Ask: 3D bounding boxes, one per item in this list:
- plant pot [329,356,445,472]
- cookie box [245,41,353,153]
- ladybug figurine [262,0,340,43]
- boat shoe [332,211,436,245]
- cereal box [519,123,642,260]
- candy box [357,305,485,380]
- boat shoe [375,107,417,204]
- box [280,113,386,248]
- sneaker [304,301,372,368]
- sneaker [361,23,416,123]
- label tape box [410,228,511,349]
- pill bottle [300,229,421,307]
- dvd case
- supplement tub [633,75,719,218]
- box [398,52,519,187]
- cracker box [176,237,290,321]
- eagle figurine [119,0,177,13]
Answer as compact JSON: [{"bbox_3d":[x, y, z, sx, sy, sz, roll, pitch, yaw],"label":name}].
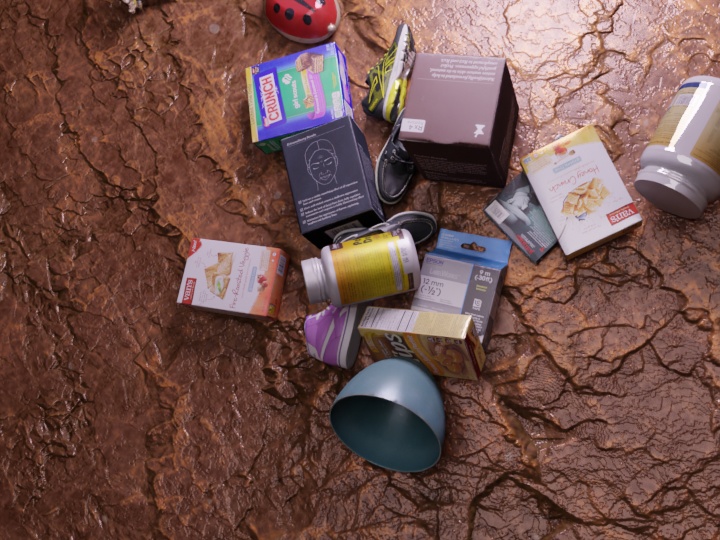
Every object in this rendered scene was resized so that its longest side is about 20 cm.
[{"bbox_3d":[0.062,0.228,1.470,0.198,0.202,0.135,10,45,20],"label":"plant pot"},{"bbox_3d":[-0.123,-0.343,1.726,0.198,0.075,0.173,-13,73,15],"label":"cookie box"},{"bbox_3d":[-0.127,-0.551,1.785,0.199,0.072,0.136,35,88,23],"label":"ladybug figurine"},{"bbox_3d":[0.047,-0.054,1.579,0.198,0.060,0.076,-18,112,5],"label":"boat shoe"},{"bbox_3d":[0.383,-0.137,1.504,0.143,0.040,0.202,-26,69,9],"label":"cereal box"},{"bbox_3d":[0.106,0.125,1.485,0.198,0.116,0.056,3,48,28],"label":"candy box"},{"bbox_3d":[0.083,-0.225,1.622,0.074,0.066,0.201,25,77,-9],"label":"boat shoe"},{"bbox_3d":[-0.051,-0.167,1.639,0.147,0.107,0.202,-17,72,13],"label":"box"},{"bbox_3d":[-0.045,0.071,1.595,0.113,0.073,0.203,13,78,26],"label":"sneaker"},{"bbox_3d":[0.052,-0.391,1.683,0.084,0.074,0.202,9,79,20],"label":"sneaker"},{"bbox_3d":[0.178,0.024,1.537,0.142,0.066,0.202,12,81,20],"label":"label tape box"},{"bbox_3d":[0.000,0.000,1.503,0.197,0.109,0.110,-13,71,-3],"label":"pill bottle"},{"bbox_3d":[0.339,-0.129,1.549,0.200,0.022,0.146,-44,67,1],"label":"dvd case"},{"bbox_3d":[0.557,-0.203,1.431,0.144,0.144,0.201,29,86,22],"label":"supplement tub"},{"bbox_3d":[0.182,-0.265,1.540,0.164,0.200,0.166,9,78,19],"label":"box"},{"bbox_3d":[-0.248,0.017,1.680,0.198,0.058,0.136,7,77,20],"label":"cracker box"},{"bbox_3d":[-0.452,-0.659,1.896,0.152,0.150,0.201,43,102,33],"label":"eagle figurine"}]
